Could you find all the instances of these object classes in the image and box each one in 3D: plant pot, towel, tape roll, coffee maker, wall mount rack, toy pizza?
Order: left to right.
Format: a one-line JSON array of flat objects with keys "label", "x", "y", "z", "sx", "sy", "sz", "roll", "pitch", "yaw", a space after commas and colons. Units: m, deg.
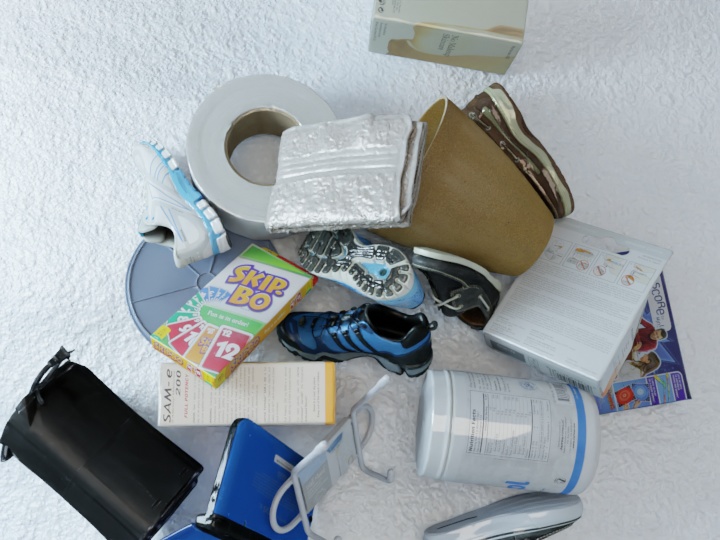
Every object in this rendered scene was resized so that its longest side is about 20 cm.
[{"label": "coffee maker", "x": -0.289, "y": 0.212, "z": 0.835, "sx": 0.199, "sy": 0.192, "sz": 0.135, "roll": 39, "pitch": 66, "yaw": 2}, {"label": "toy pizza", "x": -0.193, "y": 0.020, "z": 0.944, "sx": 0.198, "sy": 0.032, "sz": 0.202, "roll": 3, "pitch": 69, "yaw": -9}, {"label": "tape roll", "x": -0.120, "y": -0.145, "z": 0.956, "sx": 0.200, "sy": 0.071, "sz": 0.205, "roll": 2, "pitch": 74, "yaw": -7}, {"label": "towel", "x": -0.021, "y": -0.109, "z": 0.852, "sx": 0.198, "sy": 0.034, "sz": 0.134, "roll": -2, "pitch": 69, "yaw": 31}, {"label": "wall mount rack", "x": -0.019, "y": 0.210, "z": 0.849, "sx": 0.074, "sy": 0.175, "sz": 0.200, "roll": 15, "pitch": 38, "yaw": 32}, {"label": "plant pot", "x": 0.135, "y": -0.083, "z": 0.932, "sx": 0.199, "sy": 0.186, "sz": 0.188, "roll": 29, "pitch": 79, "yaw": -11}]

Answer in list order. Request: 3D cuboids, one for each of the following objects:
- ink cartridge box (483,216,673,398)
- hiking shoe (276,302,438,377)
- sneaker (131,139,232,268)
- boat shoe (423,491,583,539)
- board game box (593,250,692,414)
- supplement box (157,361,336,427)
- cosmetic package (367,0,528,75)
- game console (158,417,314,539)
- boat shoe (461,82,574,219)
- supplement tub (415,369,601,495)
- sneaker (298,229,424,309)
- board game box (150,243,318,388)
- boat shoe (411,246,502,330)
[{"label": "ink cartridge box", "x": 0.269, "y": 0.038, "z": 0.929, "sx": 0.161, "sy": 0.050, "sz": 0.200, "roll": 23, "pitch": 64, "yaw": 36}, {"label": "hiking shoe", "x": -0.006, "y": 0.067, "z": 0.915, "sx": 0.198, "sy": 0.087, "sz": 0.075, "roll": 7, "pitch": 44, "yaw": 6}, {"label": "sneaker", "x": -0.244, "y": -0.082, "z": 0.921, "sx": 0.086, "sy": 0.075, "sz": 0.200, "roll": -32, "pitch": 61, "yaw": -18}, {"label": "boat shoe", "x": 0.178, "y": 0.325, "z": 0.915, "sx": 0.198, "sy": 0.072, "sz": 0.072, "roll": -16, "pitch": 90, "yaw": 4}, {"label": "board game box", "x": 0.341, "y": 0.078, "z": 0.976, "sx": 0.134, "sy": 0.034, "sz": 0.202, "roll": -8, "pitch": 81, "yaw": -6}, {"label": "supplement box", "x": -0.129, "y": 0.147, "z": 0.889, "sx": 0.198, "sy": 0.126, "sz": 0.074, "roll": 0, "pitch": 79, "yaw": -4}, {"label": "cosmetic package", "x": 0.113, "y": -0.328, "z": 0.999, "sx": 0.198, "sy": 0.105, "sz": 0.072, "roll": 9, "pitch": 81, "yaw": 0}, {"label": "game console", "x": -0.149, "y": 0.276, "z": 0.846, "sx": 0.117, "sy": 0.200, "sz": 0.172, "roll": -2, "pitch": 59, "yaw": 25}, {"label": "boat shoe", "x": 0.203, "y": -0.146, "z": 0.995, "sx": 0.074, "sy": 0.075, "sz": 0.203, "roll": -31, "pitch": 76, "yaw": 2}, {"label": "supplement tub", "x": 0.172, "y": 0.193, "z": 0.898, "sx": 0.198, "sy": 0.132, "sz": 0.134, "roll": 6, "pitch": 80, "yaw": -2}, {"label": "sneaker", "x": 0.000, "y": 0.000, "z": 0.923, "sx": 0.199, "sy": 0.090, "sz": 0.079, "roll": 33, "pitch": 85, "yaw": 42}, {"label": "board game box", "x": -0.140, "y": 0.042, "z": 0.876, "sx": 0.095, "sy": 0.030, "sz": 0.200, "roll": 28, "pitch": 48, "yaw": 19}, {"label": "boat shoe", "x": 0.117, "y": 0.022, "z": 0.899, "sx": 0.071, "sy": 0.200, "sz": 0.068, "roll": 16, "pitch": 81, "yaw": 33}]
